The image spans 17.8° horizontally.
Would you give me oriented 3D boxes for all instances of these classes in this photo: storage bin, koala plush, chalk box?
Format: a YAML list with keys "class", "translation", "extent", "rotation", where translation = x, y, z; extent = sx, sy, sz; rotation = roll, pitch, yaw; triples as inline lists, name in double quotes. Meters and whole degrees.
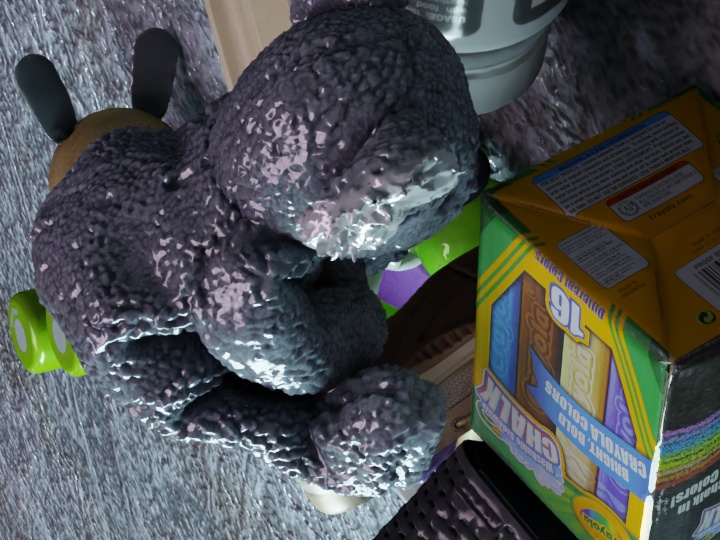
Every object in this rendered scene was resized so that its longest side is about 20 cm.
- class: "storage bin"
  translation: [0.099, 0.165, 1.117]
  extent: [0.135, 0.094, 0.200]
  rotation: [50, -164, 26]
- class: "koala plush"
  translation: [-0.022, -0.033, 0.935]
  extent: [0.200, 0.184, 0.177]
  rotation: [129, 147, -47]
- class: "chalk box"
  translation: [0.132, 0.045, 1.017]
  extent: [0.124, 0.125, 0.200]
  rotation: [46, 150, 33]

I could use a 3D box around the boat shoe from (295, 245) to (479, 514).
- class: "boat shoe"
  translation: [0.052, 0.044, 1.098]
  extent: [0.072, 0.200, 0.065]
  rotation: [41, 161, 58]

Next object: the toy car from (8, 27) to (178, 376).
- class: "toy car"
  translation: [-0.143, -0.049, 1.458]
  extent: [0.158, 0.164, 0.200]
  rotation: [-3, 100, 64]

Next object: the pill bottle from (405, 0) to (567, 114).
- class: "pill bottle"
  translation: [0.043, -0.166, 0.985]
  extent: [0.113, 0.113, 0.200]
  rotation: [48, 152, 29]

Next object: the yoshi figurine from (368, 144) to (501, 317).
- class: "yoshi figurine"
  translation: [0.010, 0.002, 1.140]
  extent: [0.112, 0.200, 0.112]
  rotation: [51, 151, -2]

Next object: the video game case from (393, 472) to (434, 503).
- class: "video game case"
  translation: [0.029, 0.120, 1.341]
  extent: [0.200, 0.022, 0.182]
  rotation: [49, 179, 29]

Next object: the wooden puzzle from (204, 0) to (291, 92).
- class: "wooden puzzle"
  translation: [-0.030, -0.174, 1.201]
  extent: [0.200, 0.037, 0.185]
  rotation: [-13, 92, 62]

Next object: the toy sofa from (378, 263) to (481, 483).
- class: "toy sofa"
  translation: [0.014, 0.014, 1.258]
  extent: [0.200, 0.098, 0.083]
  rotation: [50, 152, 27]
